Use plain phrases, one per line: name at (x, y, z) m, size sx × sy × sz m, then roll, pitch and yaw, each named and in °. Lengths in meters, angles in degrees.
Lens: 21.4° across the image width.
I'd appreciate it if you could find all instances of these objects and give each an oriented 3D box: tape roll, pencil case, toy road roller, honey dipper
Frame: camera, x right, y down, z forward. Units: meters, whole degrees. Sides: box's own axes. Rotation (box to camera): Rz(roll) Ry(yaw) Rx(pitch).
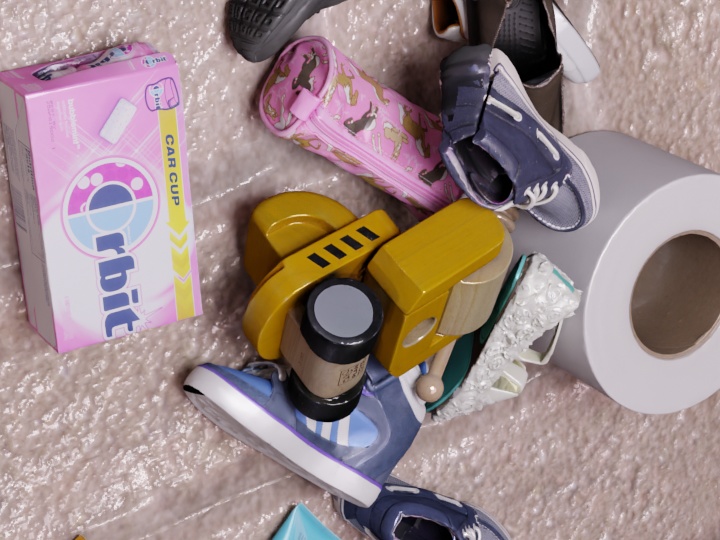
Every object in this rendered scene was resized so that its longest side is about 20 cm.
tape roll at (0.224, 0.000, 1.569) m, size 0.201 × 0.139 × 0.205 m, roll -11°, pitch 113°, yaw -28°
pencil case at (0.013, -0.099, 1.431) m, size 0.199 × 0.086 × 0.084 m, roll 31°, pitch 75°, yaw -37°
toy road roller at (0.000, 0.000, 1.420) m, size 0.199 × 0.146 × 0.123 m, roll -28°, pitch 157°, yaw -24°
honey dipper at (0.085, 0.012, 1.514) m, size 0.038 × 0.038 × 0.202 m, roll 33°, pitch 72°, yaw -36°

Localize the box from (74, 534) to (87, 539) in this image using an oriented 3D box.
box at (-0.247, 0.312, 1.457) m, size 0.200 × 0.041 × 0.119 m, roll -42°, pitch 124°, yaw -9°

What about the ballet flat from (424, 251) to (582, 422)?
ballet flat at (0.113, 0.066, 1.508) m, size 0.071 × 0.072 × 0.200 m, roll -4°, pitch 146°, yaw -30°

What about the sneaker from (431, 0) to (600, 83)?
sneaker at (0.105, -0.198, 1.475) m, size 0.085 × 0.073 × 0.200 m, roll -42°, pitch 125°, yaw 12°

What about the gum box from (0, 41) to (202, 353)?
gum box at (-0.183, -0.057, 1.340) m, size 0.113 × 0.066 × 0.202 m, roll -15°, pitch 115°, yaw -26°

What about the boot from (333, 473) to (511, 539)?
boot at (0.070, 0.228, 1.588) m, size 0.199 × 0.090 × 0.073 m, roll 26°, pitch 93°, yaw -36°

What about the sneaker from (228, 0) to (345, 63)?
sneaker at (-0.015, -0.225, 1.381) m, size 0.201 × 0.076 × 0.091 m, roll -52°, pitch 133°, yaw -2°

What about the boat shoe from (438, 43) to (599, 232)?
boat shoe at (0.114, -0.068, 1.402) m, size 0.200 × 0.074 × 0.093 m, roll 45°, pitch 40°, yaw -39°

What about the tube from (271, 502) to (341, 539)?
tube at (-0.089, 0.286, 1.544) m, size 0.201 × 0.050 × 0.078 m, roll -52°, pitch 133°, yaw -11°

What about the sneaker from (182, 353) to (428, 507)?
sneaker at (-0.031, 0.080, 1.488) m, size 0.199 × 0.080 × 0.147 m, roll 35°, pitch 75°, yaw -29°

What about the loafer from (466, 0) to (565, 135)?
loafer at (0.116, -0.147, 1.423) m, size 0.072 × 0.072 × 0.201 m, roll -18°, pitch 129°, yaw -3°
